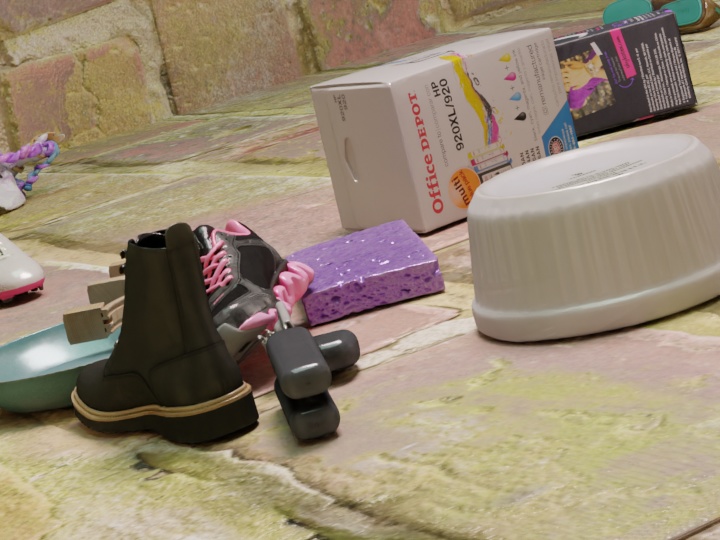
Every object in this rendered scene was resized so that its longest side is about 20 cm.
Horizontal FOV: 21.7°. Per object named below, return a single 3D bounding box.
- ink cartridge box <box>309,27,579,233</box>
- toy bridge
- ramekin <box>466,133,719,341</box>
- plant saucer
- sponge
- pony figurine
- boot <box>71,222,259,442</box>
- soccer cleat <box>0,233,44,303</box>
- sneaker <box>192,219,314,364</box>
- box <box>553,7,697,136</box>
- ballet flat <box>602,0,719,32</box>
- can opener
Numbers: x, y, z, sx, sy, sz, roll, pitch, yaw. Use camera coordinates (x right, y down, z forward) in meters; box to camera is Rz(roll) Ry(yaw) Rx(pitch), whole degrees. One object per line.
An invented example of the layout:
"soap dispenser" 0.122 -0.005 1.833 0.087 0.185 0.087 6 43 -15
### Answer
"ink cartridge box" 0.081 -0.133 1.793 0.199 0.148 0.144 -21 13 -30
"toy bridge" -0.186 0.018 1.520 0.067 0.027 0.200 -11 11 7
"ramekin" 0.164 -0.028 1.289 0.201 0.095 0.202 -14 10 3
"plant saucer" -0.212 0.069 1.459 0.199 0.036 0.200 -14 10 3
"sponge" 0.000 0.000 1.544 0.111 0.030 0.200 -16 12 -3
"pony figurine" -0.561 -0.154 2.840 0.199 0.167 0.193 -26 -4 28
"boot" -0.145 0.035 1.266 0.077 0.139 0.199 -22 12 -37
"soccer cleat" -0.396 -0.013 1.990 0.070 0.087 0.200 -20 12 -29
"sneaker" -0.097 0.012 1.384 0.079 0.095 0.200 -40 6 12
"box" 0.256 -0.210 2.062 0.199 0.107 0.122 -14 9 7
"ballet flat" 0.454 -0.377 2.793 0.072 0.068 0.199 3 -3 -41
"can opener" -0.032 0.059 1.222 0.066 0.053 0.200 -14 11 -1
